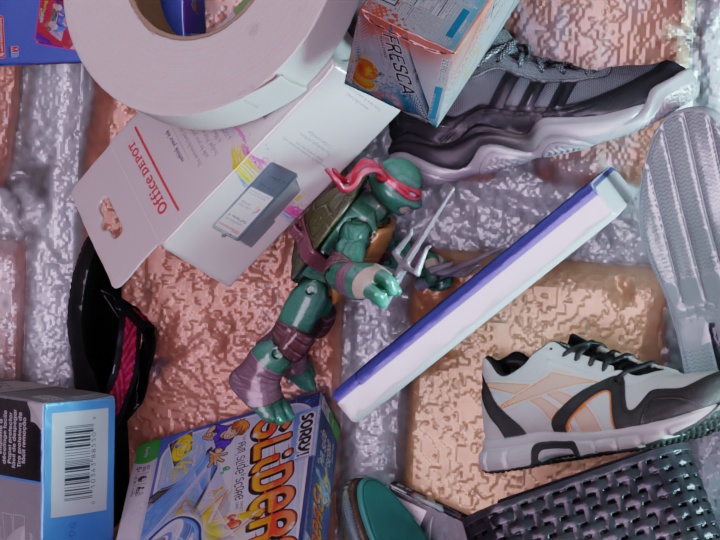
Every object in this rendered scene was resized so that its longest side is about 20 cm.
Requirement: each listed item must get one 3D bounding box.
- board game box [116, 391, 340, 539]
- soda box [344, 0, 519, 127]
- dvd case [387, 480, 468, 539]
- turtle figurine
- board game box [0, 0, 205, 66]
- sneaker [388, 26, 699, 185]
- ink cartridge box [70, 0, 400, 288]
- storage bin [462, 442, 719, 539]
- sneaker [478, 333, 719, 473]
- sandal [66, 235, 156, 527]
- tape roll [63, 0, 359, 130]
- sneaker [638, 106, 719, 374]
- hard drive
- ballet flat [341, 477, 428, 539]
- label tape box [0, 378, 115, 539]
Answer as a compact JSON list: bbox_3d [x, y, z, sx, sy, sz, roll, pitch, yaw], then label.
[{"bbox_3d":[-0.086,0.164,1.418,0.135,0.200,0.034,-17,120,14],"label":"board game box"},{"bbox_3d":[0.064,-0.180,1.351,0.064,0.200,0.068,26,144,10],"label":"soda box"},{"bbox_3d":[0.082,0.242,1.471,0.200,0.022,0.146,23,100,10],"label":"dvd case"},{"bbox_3d":[0.000,0.000,1.408,0.101,0.150,0.200,47,115,16],"label":"turtle figurine"},{"bbox_3d":[-0.173,-0.234,1.475,0.134,0.045,0.200,0,95,13],"label":"board game box"},{"bbox_3d":[0.101,-0.125,1.403,0.200,0.075,0.114,-14,94,17],"label":"sneaker"},{"bbox_3d":[-0.082,-0.075,1.430,0.200,0.067,0.117,-45,42,13],"label":"ink cartridge box"},{"bbox_3d":[0.141,0.177,1.343,0.135,0.200,0.094,-19,76,0],"label":"storage bin"},{"bbox_3d":[0.144,0.075,1.385,0.200,0.074,0.080,-12,83,43],"label":"sneaker"},{"bbox_3d":[-0.156,0.072,1.488,0.045,0.075,0.200,1,103,16],"label":"sandal"},{"bbox_3d":[-0.089,-0.185,1.382,0.203,0.037,0.203,-6,76,27],"label":"tape roll"},{"bbox_3d":[0.216,-0.003,1.390,0.073,0.071,0.200,-4,100,23],"label":"sneaker"},{"bbox_3d":[0.077,0.013,1.393,0.200,0.132,0.025,-39,88,14],"label":"hard drive"},{"bbox_3d":[0.035,0.226,1.439,0.074,0.074,0.200,-37,82,14],"label":"ballet flat"},{"bbox_3d":[-0.246,0.144,1.476,0.200,0.066,0.144,5,96,41],"label":"label tape box"}]
